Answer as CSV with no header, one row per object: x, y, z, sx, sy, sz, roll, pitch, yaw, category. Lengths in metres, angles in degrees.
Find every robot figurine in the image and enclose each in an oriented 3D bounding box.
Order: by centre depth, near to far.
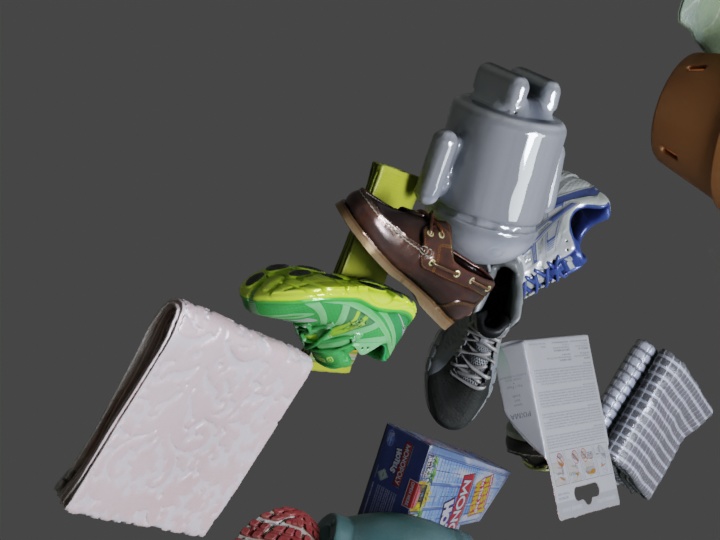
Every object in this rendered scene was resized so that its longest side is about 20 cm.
0.127,-0.092,1.550,0.169,0.113,0.201,5,108,-34,robot figurine

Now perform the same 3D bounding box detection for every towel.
-0.143,0.127,1.357,0.192,0.032,0.200,-58,147,3,towel
0.000,0.000,1.520,0.086,0.018,0.201,12,100,-61,towel
0.373,0.199,2.131,0.166,0.085,0.200,-59,148,-8,towel

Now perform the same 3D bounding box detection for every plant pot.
0.003,0.315,1.574,0.201,0.134,0.200,-58,-169,18,plant pot
0.436,-0.172,1.925,0.200,0.140,0.201,-34,137,-39,plant pot

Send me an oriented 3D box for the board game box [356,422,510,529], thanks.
0.075,0.260,1.757,0.199,0.061,0.201,1,109,-55,board game box

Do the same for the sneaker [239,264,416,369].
-0.025,0.045,1.435,0.199,0.074,0.084,13,96,-47,sneaker

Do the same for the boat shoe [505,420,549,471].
0.224,0.208,1.930,0.201,0.071,0.061,3,104,-59,boat shoe

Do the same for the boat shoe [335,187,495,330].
0.052,-0.022,1.471,0.070,0.071,0.200,-36,139,11,boat shoe

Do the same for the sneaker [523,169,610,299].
0.186,-0.015,1.714,0.201,0.088,0.075,-57,149,-11,sneaker

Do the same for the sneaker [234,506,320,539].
-0.106,0.310,1.532,0.201,0.078,0.082,-57,174,-20,sneaker

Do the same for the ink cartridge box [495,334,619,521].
0.221,0.174,1.838,0.161,0.050,0.201,0,79,-56,ink cartridge box

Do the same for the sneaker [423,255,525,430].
0.114,0.072,1.634,0.116,0.075,0.201,-91,-163,-82,sneaker
